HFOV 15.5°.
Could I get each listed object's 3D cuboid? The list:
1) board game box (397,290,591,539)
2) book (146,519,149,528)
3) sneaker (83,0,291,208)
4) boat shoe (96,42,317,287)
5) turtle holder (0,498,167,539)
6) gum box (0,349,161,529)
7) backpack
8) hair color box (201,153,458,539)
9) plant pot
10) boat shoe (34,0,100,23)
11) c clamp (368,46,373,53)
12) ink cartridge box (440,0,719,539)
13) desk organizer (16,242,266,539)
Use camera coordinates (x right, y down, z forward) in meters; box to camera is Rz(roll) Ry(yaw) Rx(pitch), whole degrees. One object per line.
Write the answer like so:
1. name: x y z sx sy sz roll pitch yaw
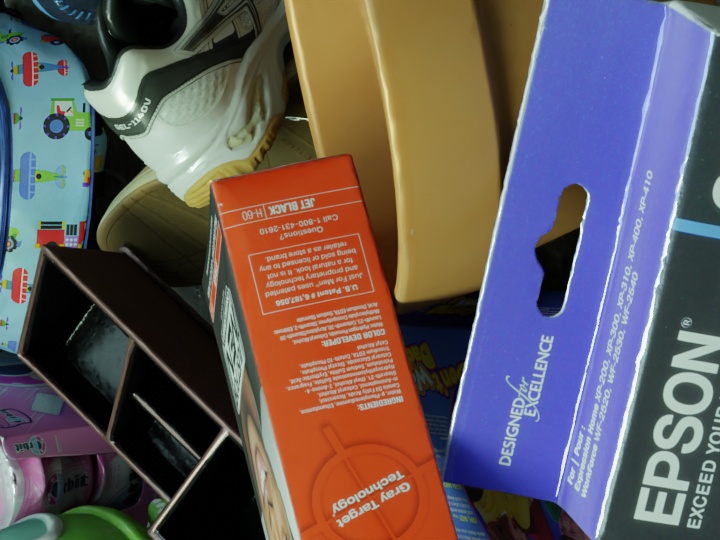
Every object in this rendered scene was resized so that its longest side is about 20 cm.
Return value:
1. board game box: 0.064 0.078 1.095 0.200 0.045 0.135 2 112 59
2. book: -0.038 0.201 1.272 0.200 0.048 0.134 18 103 44
3. sneaker: -0.072 -0.121 1.192 0.076 0.088 0.200 -38 26 30
4. boat shoe: -0.050 -0.057 1.257 0.200 0.071 0.065 -32 31 39
5. turtle holder: -0.138 0.187 1.228 0.185 0.131 0.142 17 109 51
6. gum box: -0.194 0.082 1.380 0.200 0.113 0.066 23 110 44
7. backpack: -0.213 -0.047 1.351 0.200 0.134 0.184 30 115 56
8. hair color box: -0.010 0.069 1.022 0.102 0.061 0.201 101 155 -65
9. plant pot: 0.055 -0.094 1.038 0.200 0.139 0.201 167 90 -82
10. boat shoe: -0.130 -0.221 1.296 0.069 0.084 0.201 15 106 53
11. c clamp: 0.000 0.000 1.202 0.171 0.027 0.200 50 132 4
12. ink cartridge box: 0.145 0.009 0.958 0.043 0.199 0.199 -103 23 -72
13. desk organizer: -0.082 0.075 1.220 0.200 0.077 0.072 42 105 21
